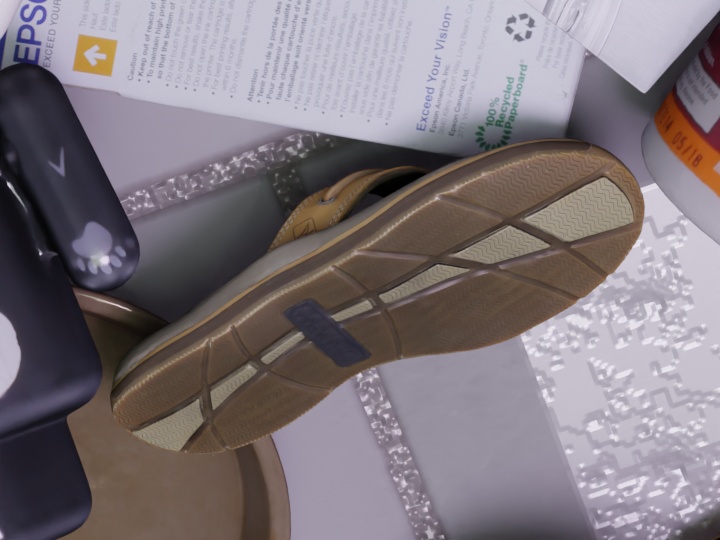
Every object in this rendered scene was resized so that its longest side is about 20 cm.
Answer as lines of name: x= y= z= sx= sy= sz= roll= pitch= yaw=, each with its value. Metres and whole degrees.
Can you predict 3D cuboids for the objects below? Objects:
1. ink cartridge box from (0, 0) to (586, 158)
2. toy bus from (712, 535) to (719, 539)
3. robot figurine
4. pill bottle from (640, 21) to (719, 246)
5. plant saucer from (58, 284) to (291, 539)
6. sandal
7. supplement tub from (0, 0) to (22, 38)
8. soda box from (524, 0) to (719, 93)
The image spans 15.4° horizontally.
ink cartridge box: x=-0.010 y=-0.143 z=0.887 sx=0.200 sy=0.043 sz=0.197 roll=10 pitch=115 yaw=-7
toy bus: x=0.200 y=0.176 z=1.018 sx=0.065 sy=0.078 sz=0.200 roll=-31 pitch=111 yaw=11
robot figurine: x=-0.160 y=0.006 z=0.883 sx=0.150 sy=0.125 sz=0.200 roll=-22 pitch=87 yaw=-19
pill bottle: x=0.192 y=-0.089 z=0.881 sx=0.114 sy=0.114 sz=0.200 roll=29 pitch=110 yaw=-14
plant saucer: x=-0.126 y=0.091 z=0.993 sx=0.200 sy=0.029 sz=0.200 roll=-1 pitch=114 yaw=-1
sandal: x=0.000 y=0.000 z=0.927 sx=0.200 sy=0.054 sz=0.080 roll=-26 pitch=136 yaw=14
supplement tub: x=-0.167 y=-0.137 z=0.789 sx=0.145 sy=0.200 sz=0.146 roll=-3 pitch=118 yaw=-6
soda box: x=0.033 y=-0.146 z=0.831 sx=0.200 sy=0.063 sz=0.068 roll=36 pitch=109 yaw=-18
